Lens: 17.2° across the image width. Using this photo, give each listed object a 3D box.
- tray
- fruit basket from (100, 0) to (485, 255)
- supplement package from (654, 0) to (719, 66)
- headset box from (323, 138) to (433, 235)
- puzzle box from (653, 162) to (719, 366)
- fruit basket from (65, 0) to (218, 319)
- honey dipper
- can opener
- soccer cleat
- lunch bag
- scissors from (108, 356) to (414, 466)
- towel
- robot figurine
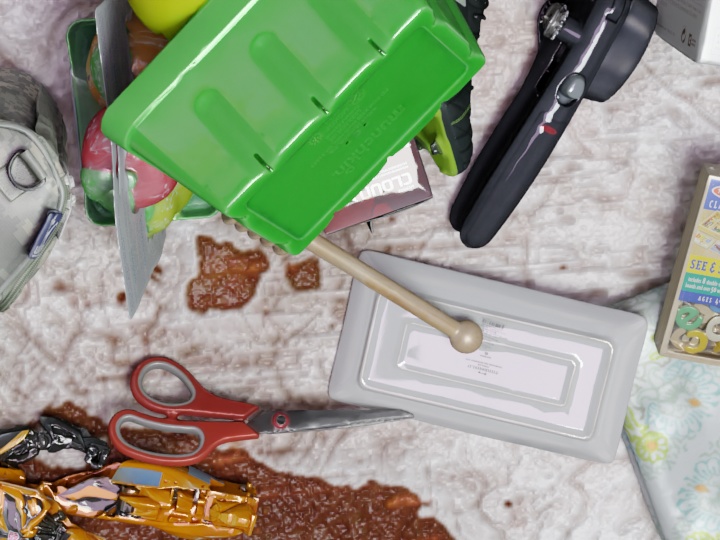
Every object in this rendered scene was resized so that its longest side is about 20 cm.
[{"bbox_3d":[0.084,0.061,1.590,0.199,0.022,0.108,13,102,2],"label":"tray"},{"bbox_3d":[-0.061,-0.141,1.346,0.215,0.155,0.216,-8,72,24],"label":"fruit basket"},{"bbox_3d":[0.272,-0.230,1.510,0.116,0.117,0.201,9,104,-9],"label":"supplement package"},{"bbox_3d":[-0.020,-0.121,1.483,0.075,0.149,0.201,-19,107,-1],"label":"headset box"},{"bbox_3d":[0.305,0.010,1.564,0.199,0.025,0.133,10,112,-6],"label":"puzzle box"},{"bbox_3d":[-0.143,-0.085,1.452,0.093,0.200,0.186,-2,106,9],"label":"fruit basket"},{"bbox_3d":[0.000,0.000,1.529,0.200,0.038,0.038,31,99,-26],"label":"honey dipper"},{"bbox_3d":[0.120,-0.101,1.552,0.078,0.063,0.200,31,98,-15],"label":"can opener"},{"bbox_3d":[0.054,-0.160,1.530,0.081,0.068,0.201,-18,106,-16],"label":"soccer cleat"},{"bbox_3d":[-0.254,-0.043,1.446,0.168,0.200,0.140,-36,107,4],"label":"lunch bag"},{"bbox_3d":[-0.066,0.107,1.583,0.199,0.014,0.073,12,66,-6],"label":"scissors"},{"bbox_3d":[0.262,0.091,1.631,0.171,0.048,0.201,-22,106,-2],"label":"towel"},{"bbox_3d":[-0.174,0.177,1.588,0.199,0.058,0.146,10,101,-10],"label":"robot figurine"}]
